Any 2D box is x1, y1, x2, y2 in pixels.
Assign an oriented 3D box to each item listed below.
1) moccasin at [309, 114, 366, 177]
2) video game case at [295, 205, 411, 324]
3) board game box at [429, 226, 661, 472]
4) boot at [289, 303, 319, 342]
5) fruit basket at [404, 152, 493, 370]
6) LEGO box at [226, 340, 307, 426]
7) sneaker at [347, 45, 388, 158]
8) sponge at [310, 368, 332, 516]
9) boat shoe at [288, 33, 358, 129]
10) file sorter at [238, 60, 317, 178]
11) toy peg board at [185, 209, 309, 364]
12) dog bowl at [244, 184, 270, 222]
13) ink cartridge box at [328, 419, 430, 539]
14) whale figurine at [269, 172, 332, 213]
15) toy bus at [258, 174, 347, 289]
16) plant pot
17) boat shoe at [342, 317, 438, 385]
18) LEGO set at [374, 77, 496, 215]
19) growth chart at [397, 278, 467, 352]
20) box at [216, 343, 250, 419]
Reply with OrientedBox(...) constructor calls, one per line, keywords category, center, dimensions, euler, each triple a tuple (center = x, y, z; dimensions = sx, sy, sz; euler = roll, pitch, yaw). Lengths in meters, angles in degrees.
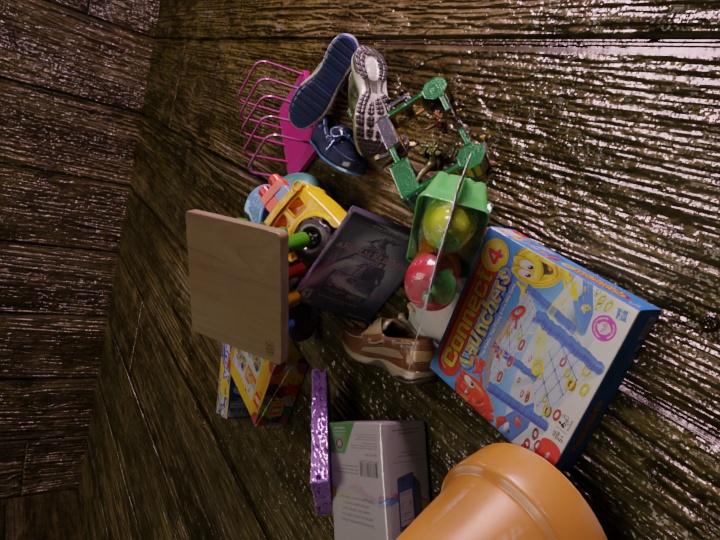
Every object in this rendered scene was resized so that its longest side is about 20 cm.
OrientedBox(category="moccasin", center=(-0.043, -0.236, 0.978), dimensions=(0.200, 0.080, 0.069), euler=(49, 118, 45))
OrientedBox(category="video game case", center=(0.000, 0.000, 0.828), dimensions=(0.201, 0.141, 0.019), euler=(-52, 30, 36))
OrientedBox(category="board game box", center=(0.193, 0.082, 0.606), dimensions=(0.195, 0.055, 0.203), euler=(38, 116, 44))
OrientedBox(category="boot", center=(-0.143, 0.067, 1.093), dimensions=(0.131, 0.067, 0.203), euler=(-42, 45, 49))
OrientedBox(category="fruit basket", center=(0.098, -0.006, 0.636), dimensions=(0.187, 0.092, 0.202), euler=(94, -171, -55))
OrientedBox(category="LEGO box", center=(-0.204, 0.202, 1.135), dimensions=(0.200, 0.076, 0.151), euler=(45, 121, 47))
OrientedBox(category="sneaker", center=(0.008, -0.281, 0.933), dimensions=(0.088, 0.076, 0.204), euler=(146, 128, -62))
OrientedBox(category="sponge", center=(-0.063, 0.277, 0.878), dimensions=(0.202, 0.029, 0.113), euler=(-95, 1, -46))
OrientedBox(category="boat shoe", center=(-0.065, -0.359, 1.030), dimensions=(0.200, 0.072, 0.073), euler=(-46, 9, 24))
OrientedBox(category="file sorter", center=(-0.178, -0.314, 1.131), dimensions=(0.139, 0.124, 0.203), euler=(-39, 54, 47))
OrientedBox(category="toy peg board", center=(-0.168, 0.013, 0.842), dimensions=(0.197, 0.097, 0.203), euler=(14, 112, 31))
OrientedBox(category="dog bowl", center=(-0.201, -0.081, 1.155), dimensions=(0.049, 0.111, 0.204), euler=(22, 103, 38))
OrientedBox(category="ink cartridge box", center=(0.026, 0.327, 0.788), dimensions=(0.144, 0.086, 0.204), euler=(-21, 66, 52))
OrientedBox(category="whale figurine", center=(-0.126, -0.090, 1.022), dimensions=(0.157, 0.103, 0.204), euler=(-2, 75, 33))
OrientedBox(category="toy bus", center=(-0.120, -0.061, 0.927), dimensions=(0.192, 0.135, 0.200), euler=(46, 105, 14))
OrientedBox(category="plant pot", center=(0.117, 0.307, 0.538), dimensions=(0.199, 0.181, 0.204), euler=(29, 126, 50))
OrientedBox(category="boat shoe", center=(0.046, 0.107, 0.799), dimensions=(0.199, 0.075, 0.075), euler=(14, 104, 51))
OrientedBox(category="LEGO set", center=(0.108, -0.156, 0.760), dimensions=(0.153, 0.116, 0.202), euler=(-35, 56, 11))
OrientedBox(category="growth chart", center=(0.129, 0.040, 0.746), dimensions=(0.145, 0.018, 0.202), euler=(56, 128, 42))
OrientedBox(category="box", center=(-0.293, 0.241, 1.266), dimensions=(0.070, 0.063, 0.204), euler=(2, 86, 54))
